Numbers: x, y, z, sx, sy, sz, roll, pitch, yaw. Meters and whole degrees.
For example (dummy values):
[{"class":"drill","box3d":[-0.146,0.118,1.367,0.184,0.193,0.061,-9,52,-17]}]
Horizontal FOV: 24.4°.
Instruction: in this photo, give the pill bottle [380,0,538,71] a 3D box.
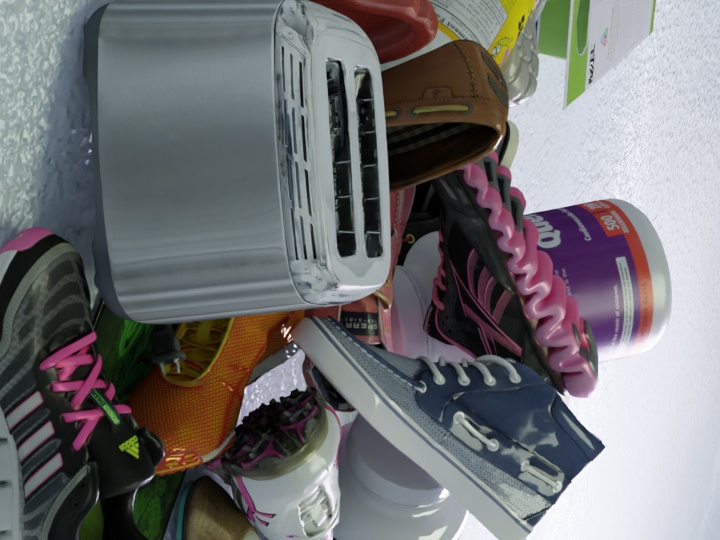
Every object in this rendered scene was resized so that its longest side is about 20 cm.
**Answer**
[{"class":"pill bottle","box3d":[0.047,-0.157,1.099,0.200,0.104,0.104,-60,152,-29]}]

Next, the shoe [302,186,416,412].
[{"class":"shoe","box3d":[0.000,0.000,1.043,0.200,0.071,0.091,106,-22,-47]}]

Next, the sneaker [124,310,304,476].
[{"class":"sneaker","box3d":[-0.091,0.047,0.960,0.200,0.073,0.077,-59,149,-54]}]

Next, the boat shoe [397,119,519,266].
[{"class":"boat shoe","box3d":[0.048,-0.030,1.232,0.063,0.074,0.202,20,94,-34]}]

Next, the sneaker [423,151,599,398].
[{"class":"sneaker","box3d":[0.073,0.007,1.041,0.201,0.095,0.079,62,20,-16]}]

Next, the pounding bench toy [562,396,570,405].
[{"class":"pounding bench toy","box3d":[0.081,0.100,1.286,0.200,0.124,0.157,-25,127,-60]}]

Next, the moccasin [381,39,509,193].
[{"class":"moccasin","box3d":[-0.007,-0.058,0.944,0.074,0.201,0.078,53,27,-44]}]

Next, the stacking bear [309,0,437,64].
[{"class":"stacking bear","box3d":[-0.010,-0.227,0.937,0.121,0.114,0.201,21,69,-23]}]

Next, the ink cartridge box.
[{"class":"ink cartridge box","box3d":[0.181,-0.240,1.376,0.200,0.075,0.148,-41,139,-50]}]

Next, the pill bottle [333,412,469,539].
[{"class":"pill bottle","box3d":[0.007,0.179,1.131,0.112,0.112,0.200,-48,164,-45]}]

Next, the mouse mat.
[{"class":"mouse mat","box3d":[-0.131,0.089,0.976,0.161,0.008,0.201,37,69,-64]}]

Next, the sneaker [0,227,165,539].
[{"class":"sneaker","box3d":[-0.142,0.076,0.842,0.074,0.087,0.201,-32,127,-55]}]

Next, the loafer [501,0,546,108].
[{"class":"loafer","box3d":[0.097,-0.194,1.230,0.070,0.070,0.200,57,32,-37]}]

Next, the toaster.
[{"class":"toaster","box3d":[-0.061,-0.050,0.847,0.114,0.129,0.201,3,84,-66]}]

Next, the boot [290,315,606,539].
[{"class":"boot","box3d":[0.054,0.074,1.010,0.200,0.073,0.090,43,89,-18]}]

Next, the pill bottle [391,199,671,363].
[{"class":"pill bottle","box3d":[0.107,0.020,1.158,0.199,0.112,0.113,-11,121,-19]}]

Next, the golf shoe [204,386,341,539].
[{"class":"golf shoe","box3d":[-0.036,0.122,0.988,0.073,0.092,0.200,-38,180,-12]}]

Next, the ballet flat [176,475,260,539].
[{"class":"ballet flat","box3d":[-0.081,0.226,1.079,0.068,0.072,0.201,-45,143,-64]}]
